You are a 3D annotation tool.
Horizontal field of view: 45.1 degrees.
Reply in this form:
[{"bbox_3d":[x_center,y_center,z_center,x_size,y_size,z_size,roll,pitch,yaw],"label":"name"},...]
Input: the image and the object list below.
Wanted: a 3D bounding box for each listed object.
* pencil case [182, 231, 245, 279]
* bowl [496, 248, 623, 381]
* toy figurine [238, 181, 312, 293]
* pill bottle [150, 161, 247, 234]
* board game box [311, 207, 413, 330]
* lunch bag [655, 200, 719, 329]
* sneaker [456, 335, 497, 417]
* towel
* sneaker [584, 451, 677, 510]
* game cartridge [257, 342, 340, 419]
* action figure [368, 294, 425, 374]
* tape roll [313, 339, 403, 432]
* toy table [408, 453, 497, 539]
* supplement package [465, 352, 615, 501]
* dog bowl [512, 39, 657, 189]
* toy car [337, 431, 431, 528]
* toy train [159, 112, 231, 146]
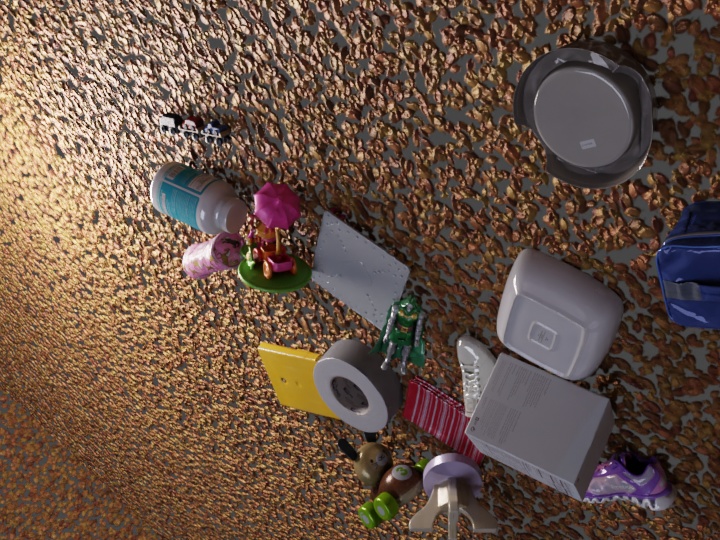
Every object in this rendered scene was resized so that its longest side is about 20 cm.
[{"bbox_3d":[-0.313,-0.031,1.863,0.082,0.088,0.199,36,157,-21],"label":"pencil case"},{"bbox_3d":[0.310,0.085,1.407,0.197,0.075,0.203,29,138,20],"label":"bowl"},{"bbox_3d":[-0.171,-0.088,1.691,0.200,0.147,0.188,48,139,50],"label":"toy figurine"},{"bbox_3d":[-0.327,-0.142,1.775,0.197,0.111,0.113,24,138,26],"label":"pill bottle"},{"bbox_3d":[0.000,0.000,1.663,0.198,0.026,0.202,35,142,15],"label":"board game box"},{"bbox_3d":[0.489,0.001,1.111,0.197,0.132,0.138,0,125,44],"label":"lunch bag"},{"bbox_3d":[0.220,0.219,1.606,0.072,0.085,0.203,-3,120,46],"label":"sneaker"},{"bbox_3d":[0.176,0.310,1.780,0.198,0.022,0.146,31,141,19],"label":"towel"},{"bbox_3d":[0.451,0.357,1.524,0.197,0.080,0.090,-5,114,40],"label":"sneaker"},{"bbox_3d":[-0.136,0.256,2.025,0.196,0.032,0.179,7,128,37],"label":"game cartridge"},{"bbox_3d":[0.081,0.118,1.656,0.115,0.055,0.203,9,135,0],"label":"action figure"},{"bbox_3d":[-0.006,0.249,1.862,0.197,0.066,0.203,25,139,24],"label":"tape roll"},{"bbox_3d":[0.190,0.482,1.800,0.179,0.119,0.202,-9,139,14],"label":"toy table"},{"bbox_3d":[0.307,0.266,1.470,0.197,0.154,0.151,22,165,27],"label":"supplement package"},{"bbox_3d":[0.303,-0.211,1.157,0.197,0.059,0.203,26,139,25],"label":"dog bowl"},{"bbox_3d":[0.042,0.431,1.921,0.202,0.163,0.158,54,144,8],"label":"toy car"},{"bbox_3d":[-0.328,-0.283,1.715,0.197,0.034,0.047,17,122,34],"label":"toy train"}]
